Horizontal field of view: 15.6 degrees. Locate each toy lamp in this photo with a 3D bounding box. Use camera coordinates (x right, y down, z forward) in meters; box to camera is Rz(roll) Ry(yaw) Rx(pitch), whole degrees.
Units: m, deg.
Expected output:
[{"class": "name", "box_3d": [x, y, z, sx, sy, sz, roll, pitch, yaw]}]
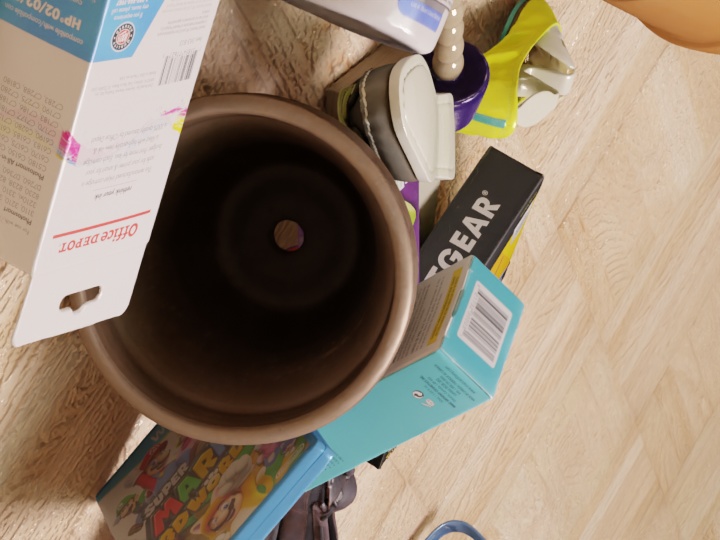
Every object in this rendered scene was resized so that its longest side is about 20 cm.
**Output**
[{"class": "toy lamp", "box_3d": [0.057, -0.160, 1.679, 0.058, 0.058, 0.201, -51, 160, -27]}]

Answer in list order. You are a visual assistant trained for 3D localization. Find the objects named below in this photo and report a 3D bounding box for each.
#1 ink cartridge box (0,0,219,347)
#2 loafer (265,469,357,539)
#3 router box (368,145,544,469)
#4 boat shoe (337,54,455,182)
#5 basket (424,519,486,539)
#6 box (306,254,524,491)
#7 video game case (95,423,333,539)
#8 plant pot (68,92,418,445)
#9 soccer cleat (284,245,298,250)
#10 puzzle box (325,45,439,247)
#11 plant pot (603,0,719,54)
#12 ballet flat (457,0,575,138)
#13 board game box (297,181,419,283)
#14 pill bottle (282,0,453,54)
[{"class": "ink cartridge box", "box_3d": [-0.152, -0.071, 1.387, 0.115, 0.068, 0.201, -18, 130, -60]}, {"class": "loafer", "box_3d": [-0.027, 0.148, 1.839, 0.200, 0.063, 0.072, 112, -2, -57]}, {"class": "router box", "box_3d": [0.054, 0.027, 1.901, 0.201, 0.051, 0.149, -56, 171, -30]}, {"class": "boat shoe", "box_3d": [0.018, -0.086, 1.570, 0.202, 0.060, 0.073, 23, 67, -80]}, {"class": "basket", "box_3d": [0.071, 0.316, 2.152, 0.200, 0.176, 0.140, -39, 145, -24]}, {"class": "box", "box_3d": [0.005, 0.070, 1.579, 0.199, 0.049, 0.083, -30, -153, 40]}, {"class": "video game case", "box_3d": [-0.092, 0.125, 1.579, 0.018, 0.200, 0.143, 39, 94, -23]}, {"class": "plant pot", "box_3d": [-0.055, -0.012, 1.542, 0.175, 0.199, 0.202, -43, 155, -77]}, {"class": "soccer cleat", "box_3d": [-0.062, 0.070, 1.760, 0.077, 0.066, 0.201, -71, 177, -72]}, {"class": "puzzle box", "box_3d": [0.016, -0.071, 1.807, 0.133, 0.025, 0.201, -41, 148, -43]}, {"class": "plant pot", "box_3d": [0.233, -0.257, 1.891, 0.139, 0.200, 0.201, -3, 119, -46]}, {"class": "ballet flat", "box_3d": [0.114, -0.137, 1.855, 0.200, 0.067, 0.067, -45, 152, -59]}, {"class": "board game box", "box_3d": [0.000, 0.000, 1.709, 0.120, 0.032, 0.202, -28, 121, -60]}, {"class": "pill bottle", "box_3d": [0.027, -0.238, 1.527, 0.201, 0.113, 0.114, -68, 157, 0]}]
